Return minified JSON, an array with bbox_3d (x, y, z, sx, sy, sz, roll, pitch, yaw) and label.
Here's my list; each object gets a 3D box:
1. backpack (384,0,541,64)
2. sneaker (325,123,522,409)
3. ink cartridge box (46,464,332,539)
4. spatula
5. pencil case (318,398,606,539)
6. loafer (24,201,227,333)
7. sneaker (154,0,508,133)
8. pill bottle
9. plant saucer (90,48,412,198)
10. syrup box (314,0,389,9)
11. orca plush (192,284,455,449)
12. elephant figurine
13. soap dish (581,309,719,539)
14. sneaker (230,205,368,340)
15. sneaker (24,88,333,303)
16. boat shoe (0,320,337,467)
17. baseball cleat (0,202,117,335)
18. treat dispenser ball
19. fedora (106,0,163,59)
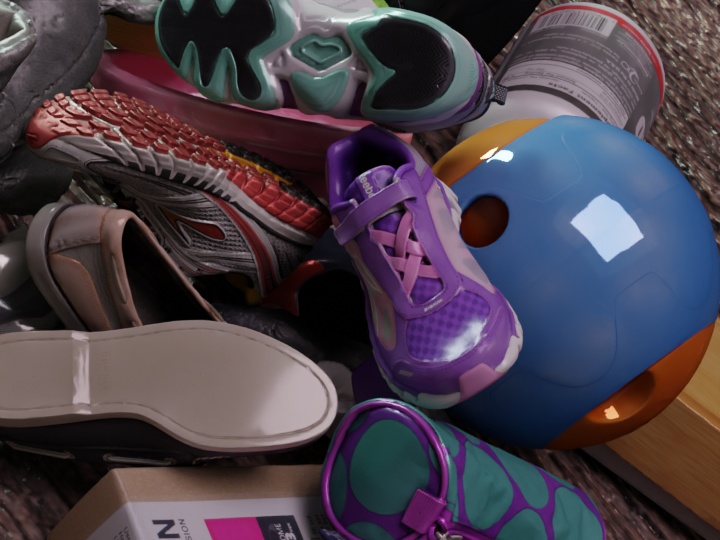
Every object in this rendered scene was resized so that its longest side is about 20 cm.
[{"bbox_3d":[0.048,-0.231,1.891,0.153,0.163,0.200,8,42,-48],"label":"backpack"},{"bbox_3d":[0.024,-0.009,1.484,0.089,0.080,0.200,61,4,-40],"label":"sneaker"},{"bbox_3d":[-0.054,0.204,1.442,0.164,0.075,0.201,3,54,-42],"label":"ink cartridge box"},{"bbox_3d":[-0.040,0.081,1.505,0.057,0.199,0.021,-108,178,-49],"label":"spatula"},{"bbox_3d":[0.059,0.136,1.503,0.200,0.085,0.093,28,21,-53],"label":"pencil case"},{"bbox_3d":[-0.107,0.036,1.498,0.200,0.063,0.072,51,46,-39],"label":"loafer"},{"bbox_3d":[-0.011,-0.116,1.580,0.199,0.078,0.140,17,1,23],"label":"sneaker"},{"bbox_3d":[0.130,-0.090,1.849,0.114,0.114,0.200,39,38,-5],"label":"pill bottle"},{"bbox_3d":[-0.070,-0.088,1.656,0.200,0.051,0.201,13,11,-3],"label":"plant saucer"},{"bbox_3d":[-0.057,-0.184,1.798,0.200,0.081,0.079,53,38,10],"label":"syrup box"},{"bbox_3d":[-0.011,0.055,1.588,0.200,0.105,0.071,30,66,6],"label":"orca plush"},{"bbox_3d":[-0.221,-0.089,1.524,0.141,0.155,0.200,36,34,-24],"label":"elephant figurine"},{"bbox_3d":[0.216,0.079,1.793,0.200,0.081,0.158,37,38,-10],"label":"soap dish"},{"bbox_3d":[0.000,0.000,1.690,0.199,0.075,0.085,-13,69,-40],"label":"sneaker"},{"bbox_3d":[-0.104,-0.036,1.505,0.200,0.082,0.078,26,12,-37],"label":"sneaker"},{"bbox_3d":[-0.111,0.071,1.460,0.199,0.063,0.073,3,62,1],"label":"boat shoe"},{"bbox_3d":[-0.147,0.012,1.561,0.200,0.070,0.107,-20,83,-44],"label":"baseball cleat"},{"bbox_3d":[0.115,0.007,1.628,0.200,0.201,0.201,24,42,-23],"label":"treat dispenser ball"},{"bbox_3d":[-0.118,-0.185,1.684,0.200,0.082,0.201,12,30,-7],"label":"fedora"}]
